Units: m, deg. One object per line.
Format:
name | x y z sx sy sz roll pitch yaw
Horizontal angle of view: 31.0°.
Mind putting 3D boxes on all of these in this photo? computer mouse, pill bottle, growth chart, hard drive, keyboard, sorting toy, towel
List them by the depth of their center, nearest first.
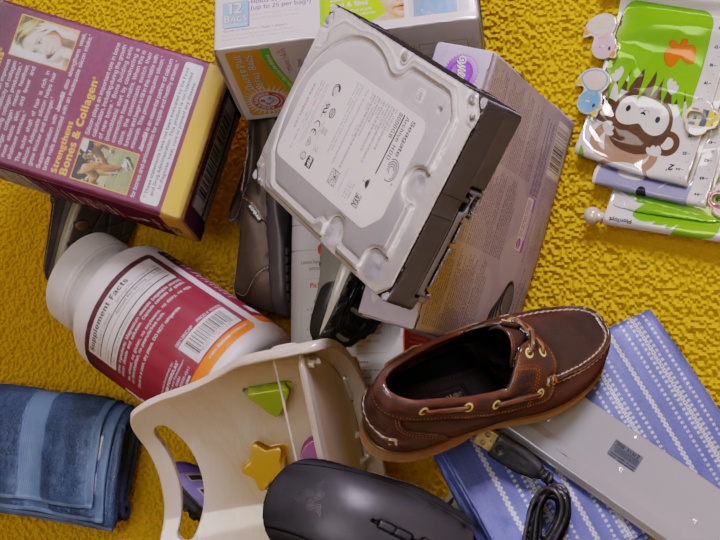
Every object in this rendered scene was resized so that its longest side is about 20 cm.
computer mouse | 0.043 0.153 0.846 0.198 0.046 0.141 26 69 10
hard drive | 0.008 -0.080 0.853 0.200 0.038 0.141 43 111 48
keyboard | 0.177 0.133 0.886 0.199 0.011 0.056 35 62 13
towel | 0.158 0.128 0.904 0.198 0.024 0.146 -25 69 -14
sorting toy | -0.079 0.149 0.952 0.178 0.107 0.202 -9 99 15
growth chart | 0.226 -0.120 0.961 0.143 0.018 0.203 4 83 26
pill bottle | -0.160 0.052 1.062 0.199 0.113 0.114 31 96 26
towel | -0.287 0.160 1.141 0.198 0.048 0.113 4 83 26

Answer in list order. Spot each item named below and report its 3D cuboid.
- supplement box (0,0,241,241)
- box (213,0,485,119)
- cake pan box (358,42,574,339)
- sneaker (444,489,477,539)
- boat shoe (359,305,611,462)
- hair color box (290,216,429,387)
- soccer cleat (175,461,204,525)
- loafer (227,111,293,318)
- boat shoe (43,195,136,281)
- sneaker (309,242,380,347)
supplement box | -0.209 -0.118 1.052 0.198 0.103 0.132 18 83 5
box | -0.007 -0.198 0.995 0.197 0.102 0.114 -6 65 7
cake pan box | 0.083 -0.046 0.924 0.052 0.184 0.202 16 90 26
sneaker | 0.082 0.203 0.949 0.079 0.130 0.200 34 61 4
boat shoe | 0.091 0.066 0.863 0.071 0.198 0.071 50 148 31
hair color box | 0.000 0.000 1.023 0.100 0.061 0.203 -3 82 24
soccer cleat | -0.072 0.199 1.032 0.199 0.068 0.074 31 79 25
loafer | -0.081 -0.061 1.063 0.070 0.073 0.203 -4 80 24
boat shoe | -0.237 -0.080 1.148 0.073 0.074 0.202 13 79 36
sneaker | 0.000 -0.038 0.963 0.079 0.074 0.202 12 81 32
